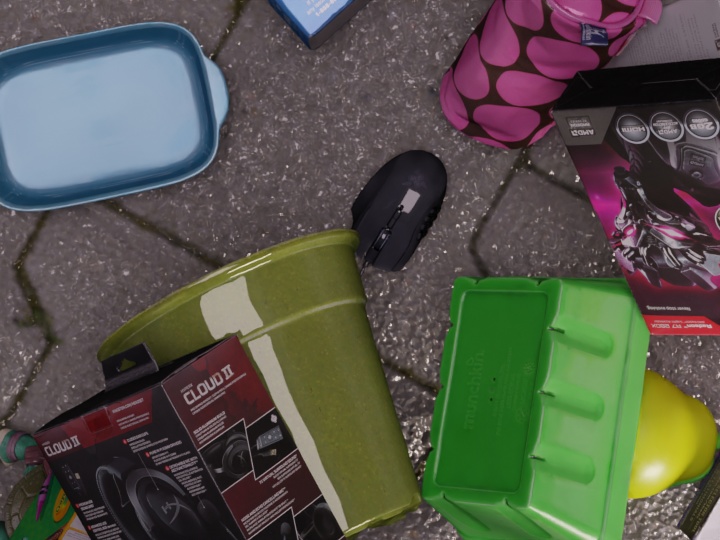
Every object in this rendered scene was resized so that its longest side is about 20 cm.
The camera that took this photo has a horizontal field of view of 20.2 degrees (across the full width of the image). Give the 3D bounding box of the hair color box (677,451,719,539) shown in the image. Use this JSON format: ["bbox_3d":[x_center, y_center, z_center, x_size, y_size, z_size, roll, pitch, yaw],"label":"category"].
[{"bbox_3d":[0.343,0.191,1.455,0.200,0.065,0.109,30,91,-5],"label":"hair color box"}]

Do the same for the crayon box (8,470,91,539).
[{"bbox_3d":[-0.144,0.212,1.416,0.200,0.058,0.119,25,105,-33],"label":"crayon box"}]

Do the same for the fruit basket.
[{"bbox_3d":[0.153,0.105,1.439,0.155,0.215,0.216,1,91,38],"label":"fruit basket"}]

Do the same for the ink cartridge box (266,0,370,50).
[{"bbox_3d":[-0.048,-0.282,1.452,0.145,0.084,0.200,-42,89,1],"label":"ink cartridge box"}]

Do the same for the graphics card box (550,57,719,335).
[{"bbox_3d":[0.219,-0.044,1.328,0.125,0.051,0.200,0,130,38],"label":"graphics card box"}]

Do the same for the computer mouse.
[{"bbox_3d":[0.000,0.000,1.480,0.059,0.034,0.200,30,92,0],"label":"computer mouse"}]

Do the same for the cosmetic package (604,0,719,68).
[{"bbox_3d":[0.237,-0.150,1.379,0.101,0.200,0.074,-16,91,-24],"label":"cosmetic package"}]

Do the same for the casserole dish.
[{"bbox_3d":[-0.193,-0.112,1.481,0.199,0.039,0.122,-11,90,1],"label":"casserole dish"}]

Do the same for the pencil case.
[{"bbox_3d":[0.127,-0.154,1.397,0.093,0.200,0.091,19,66,-11],"label":"pencil case"}]

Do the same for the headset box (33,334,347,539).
[{"bbox_3d":[-0.108,0.142,1.288,0.149,0.077,0.200,-24,96,45],"label":"headset box"}]

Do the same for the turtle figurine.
[{"bbox_3d":[-0.203,0.169,1.460,0.200,0.101,0.150,-29,90,-4],"label":"turtle figurine"}]

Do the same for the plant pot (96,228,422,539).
[{"bbox_3d":[-0.051,0.100,1.382,0.200,0.200,0.190,-26,79,2],"label":"plant pot"}]
